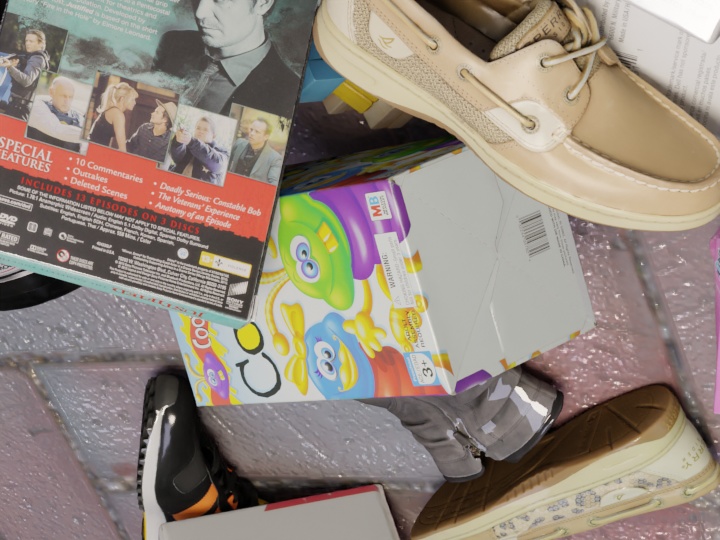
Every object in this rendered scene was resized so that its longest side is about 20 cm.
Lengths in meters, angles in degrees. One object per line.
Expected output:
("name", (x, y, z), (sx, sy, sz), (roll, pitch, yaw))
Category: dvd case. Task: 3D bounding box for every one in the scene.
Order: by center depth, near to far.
("dvd case", (-0.099, -0.086, 1.027), (0.145, 0.202, 0.022), (15, 163, -12))

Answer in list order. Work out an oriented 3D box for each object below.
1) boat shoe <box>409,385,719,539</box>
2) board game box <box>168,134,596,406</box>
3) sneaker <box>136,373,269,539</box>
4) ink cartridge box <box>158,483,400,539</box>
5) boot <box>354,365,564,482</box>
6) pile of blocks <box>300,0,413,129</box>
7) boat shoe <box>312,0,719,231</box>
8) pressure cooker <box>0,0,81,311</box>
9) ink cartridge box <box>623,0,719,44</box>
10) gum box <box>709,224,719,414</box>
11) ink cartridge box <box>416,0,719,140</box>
("boat shoe", (0.111, 0.130, 1.263), (0.199, 0.073, 0.063), (-26, 113, 41))
("board game box", (0.000, 0.000, 1.085), (0.199, 0.103, 0.106), (-7, 102, 51))
("sneaker", (-0.094, 0.142, 1.400), (0.089, 0.070, 0.201), (1, 130, -2))
("ink cartridge box", (-0.050, 0.239, 1.398), (0.144, 0.084, 0.201), (-10, 137, -14))
("boot", (0.064, 0.040, 1.219), (0.131, 0.070, 0.200), (36, 148, -11))
("pile of blocks", (-0.063, -0.123, 1.110), (0.200, 0.082, 0.062), (39, 136, -11))
("boat shoe", (0.073, -0.083, 0.956), (0.199, 0.071, 0.065), (26, 138, 5))
("pressure cooker", (-0.185, -0.080, 1.142), (0.175, 0.179, 0.201), (30, 159, 38))
("ink cartridge box", (0.135, -0.206, 0.868), (0.114, 0.068, 0.201), (27, 108, 8))
("gum box", (0.268, 0.029, 1.089), (0.198, 0.066, 0.114), (12, 136, 18))
("ink cartridge box", (0.092, -0.146, 1.003), (0.198, 0.088, 0.146), (16, 135, 11))
